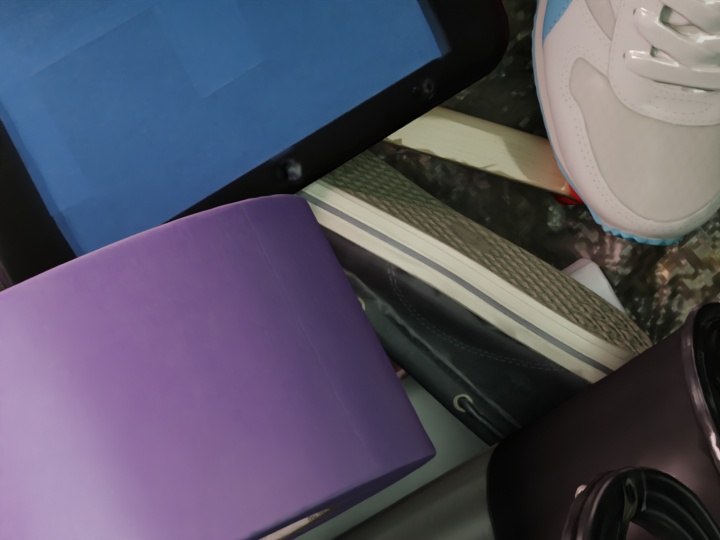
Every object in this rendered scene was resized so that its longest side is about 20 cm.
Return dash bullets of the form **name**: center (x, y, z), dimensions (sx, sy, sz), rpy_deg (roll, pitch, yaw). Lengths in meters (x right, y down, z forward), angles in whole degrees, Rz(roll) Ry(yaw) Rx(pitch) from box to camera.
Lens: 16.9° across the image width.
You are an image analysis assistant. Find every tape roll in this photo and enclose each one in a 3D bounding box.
- **tape roll**: center (-0.085, 0.061, 0.689), dimensions (0.200, 0.200, 0.085), rpy_deg (-26, 83, -6)

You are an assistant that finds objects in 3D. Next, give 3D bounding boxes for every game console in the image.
- **game console**: center (-0.042, -0.109, 0.703), dimensions (0.200, 0.172, 0.119), rpy_deg (-33, 70, -28)

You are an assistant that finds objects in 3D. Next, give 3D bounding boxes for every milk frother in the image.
- **milk frother**: center (0.042, 0.114, 0.689), dimensions (0.188, 0.200, 0.181), rpy_deg (-33, 52, 23)

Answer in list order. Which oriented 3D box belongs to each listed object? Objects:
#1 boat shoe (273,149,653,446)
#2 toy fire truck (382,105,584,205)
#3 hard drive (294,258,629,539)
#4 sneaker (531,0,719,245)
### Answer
- **boat shoe**: center (0.000, 0.000, 0.800), dimensions (0.200, 0.075, 0.062), rpy_deg (32, 109, 8)
- **toy fire truck**: center (0.018, -0.095, 0.822), dimensions (0.200, 0.049, 0.141), rpy_deg (2, 91, -8)
- **hard drive**: center (0.028, 0.104, 0.842), dimensions (0.200, 0.026, 0.132), rpy_deg (-32, 96, -5)
- **sneaker**: center (0.104, -0.105, 0.765), dimensions (0.076, 0.081, 0.200), rpy_deg (6, 100, -10)
